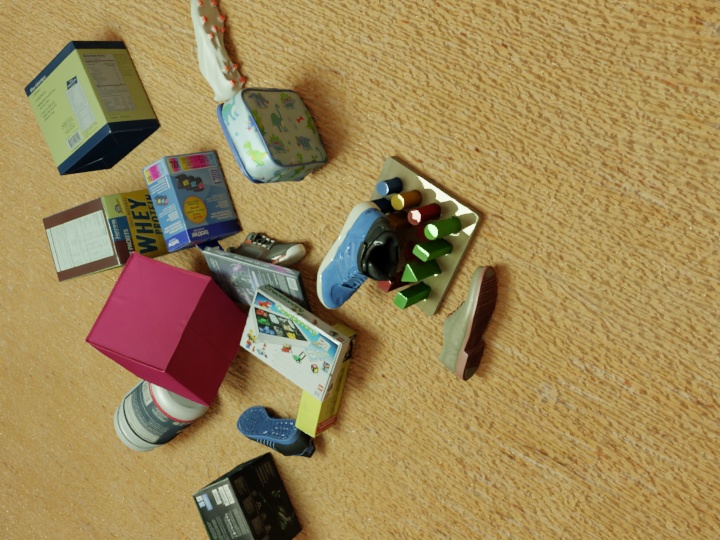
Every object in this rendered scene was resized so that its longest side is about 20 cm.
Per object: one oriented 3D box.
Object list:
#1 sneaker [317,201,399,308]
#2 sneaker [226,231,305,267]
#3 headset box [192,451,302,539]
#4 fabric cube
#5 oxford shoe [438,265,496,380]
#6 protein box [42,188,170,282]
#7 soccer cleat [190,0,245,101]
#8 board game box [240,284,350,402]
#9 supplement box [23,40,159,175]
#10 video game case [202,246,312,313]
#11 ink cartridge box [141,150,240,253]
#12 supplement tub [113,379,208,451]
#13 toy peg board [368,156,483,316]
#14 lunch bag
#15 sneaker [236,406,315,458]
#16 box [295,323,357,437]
[{"bbox_3d":[-0.001,0.000,1.443,0.111,0.076,0.202,51,122,44],"label":"sneaker"},{"bbox_3d":[-0.191,-0.036,1.673,0.198,0.077,0.083,-16,85,36],"label":"sneaker"},{"bbox_3d":[-0.215,0.472,1.734,0.092,0.200,0.176,-25,87,19],"label":"headset box"},{"bbox_3d":[-0.361,0.112,1.692,0.194,0.200,0.202,17,70,25],"label":"fabric cube"},{"bbox_3d":[0.169,0.079,1.448,0.074,0.070,0.203,26,114,33],"label":"oxford shoe"},{"bbox_3d":[-0.492,-0.077,1.795,0.198,0.198,0.137,-12,94,36],"label":"protein box"},{"bbox_3d":[-0.282,-0.415,1.654,0.077,0.069,0.203,-18,93,39],"label":"soccer cleat"},{"bbox_3d":[-0.121,0.129,1.590,0.199,0.034,0.128,32,118,22],"label":"board game box"},{"bbox_3d":[-0.554,-0.335,1.819,0.199,0.134,0.202,-27,85,36],"label":"supplement box"},{"bbox_3d":[-0.189,0.028,1.647,0.197,0.019,0.144,16,146,20],"label":"video game case"},{"bbox_3d":[-0.319,-0.119,1.702,0.076,0.136,0.203,-17,91,41],"label":"ink cartridge box"},{"bbox_3d":[-0.418,0.284,1.862,0.200,0.140,0.141,-39,78,35],"label":"supplement tub"},{"bbox_3d":[0.067,-0.052,1.472,0.198,0.097,0.202,36,118,23],"label":"toy peg board"},{"bbox_3d":[-0.149,-0.234,1.519,0.082,0.199,0.162,-27,86,29],"label":"lunch bag"},{"bbox_3d":[-0.168,0.325,1.742,0.199,0.070,0.078,7,142,50],"label":"sneaker"},{"bbox_3d":[-0.065,0.203,1.637,0.050,0.075,0.203,25,113,27],"label":"box"}]
